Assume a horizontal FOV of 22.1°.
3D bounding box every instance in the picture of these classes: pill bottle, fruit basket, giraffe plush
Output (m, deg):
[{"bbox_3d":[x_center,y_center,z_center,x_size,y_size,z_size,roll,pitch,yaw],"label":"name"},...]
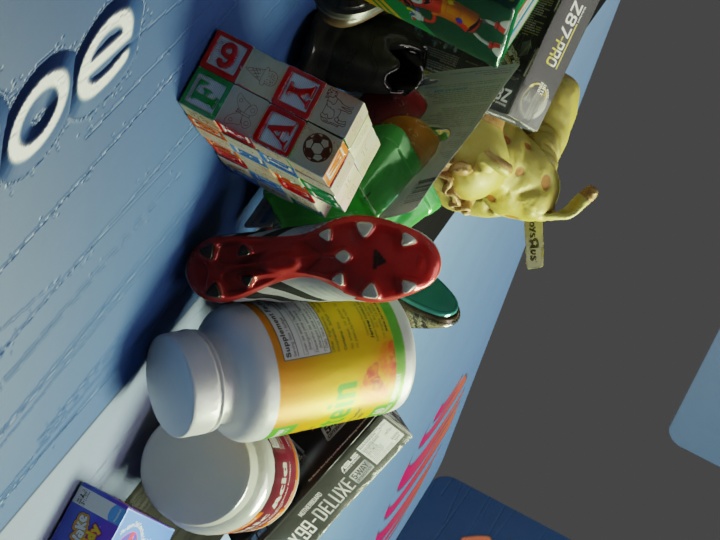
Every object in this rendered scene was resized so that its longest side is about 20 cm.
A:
[{"bbox_3d":[-0.065,0.076,1.476,0.199,0.111,0.111,-9,136,-32],"label":"pill bottle"},{"bbox_3d":[0.020,-0.099,1.522,0.200,0.185,0.094,-49,125,-41],"label":"fruit basket"},{"bbox_3d":[-0.123,0.176,1.623,0.115,0.114,0.200,-63,170,-2],"label":"pill bottle"},{"bbox_3d":[0.106,-0.110,1.683,0.172,0.201,0.162,-27,156,28],"label":"giraffe plush"}]

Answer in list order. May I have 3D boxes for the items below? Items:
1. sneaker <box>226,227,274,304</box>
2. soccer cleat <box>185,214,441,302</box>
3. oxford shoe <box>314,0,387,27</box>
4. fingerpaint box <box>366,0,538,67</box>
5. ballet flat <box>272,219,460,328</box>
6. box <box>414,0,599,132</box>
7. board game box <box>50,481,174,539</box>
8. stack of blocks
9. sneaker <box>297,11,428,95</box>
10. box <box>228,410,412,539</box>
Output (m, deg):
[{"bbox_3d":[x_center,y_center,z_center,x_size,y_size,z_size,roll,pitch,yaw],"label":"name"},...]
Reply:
[{"bbox_3d":[-0.036,0.011,1.643,0.200,0.115,0.079,-45,160,-60],"label":"sneaker"},{"bbox_3d":[-0.037,-0.007,1.438,0.085,0.199,0.069,-75,160,-86],"label":"soccer cleat"},{"bbox_3d":[0.015,-0.227,1.434,0.200,0.072,0.085,-51,166,-51],"label":"oxford shoe"},{"bbox_3d":[0.078,-0.273,1.360,0.200,0.166,0.073,-56,170,-30],"label":"fingerpaint box"},{"bbox_3d":[0.000,0.000,1.580,0.068,0.200,0.075,-27,152,-50],"label":"ballet flat"},{"bbox_3d":[0.110,-0.225,1.601,0.049,0.200,0.162,26,91,-43],"label":"box"},{"bbox_3d":[-0.222,0.255,1.526,0.135,0.045,0.200,-62,170,-10],"label":"board game box"},{"bbox_3d":[-0.049,-0.094,1.322,0.059,0.115,0.200,-62,170,-6],"label":"stack of blocks"},{"bbox_3d":[0.017,-0.178,1.509,0.200,0.090,0.076,-46,155,-62],"label":"sneaker"},{"bbox_3d":[-0.053,0.182,1.780,0.200,0.050,0.158,-48,-150,7],"label":"box"}]
